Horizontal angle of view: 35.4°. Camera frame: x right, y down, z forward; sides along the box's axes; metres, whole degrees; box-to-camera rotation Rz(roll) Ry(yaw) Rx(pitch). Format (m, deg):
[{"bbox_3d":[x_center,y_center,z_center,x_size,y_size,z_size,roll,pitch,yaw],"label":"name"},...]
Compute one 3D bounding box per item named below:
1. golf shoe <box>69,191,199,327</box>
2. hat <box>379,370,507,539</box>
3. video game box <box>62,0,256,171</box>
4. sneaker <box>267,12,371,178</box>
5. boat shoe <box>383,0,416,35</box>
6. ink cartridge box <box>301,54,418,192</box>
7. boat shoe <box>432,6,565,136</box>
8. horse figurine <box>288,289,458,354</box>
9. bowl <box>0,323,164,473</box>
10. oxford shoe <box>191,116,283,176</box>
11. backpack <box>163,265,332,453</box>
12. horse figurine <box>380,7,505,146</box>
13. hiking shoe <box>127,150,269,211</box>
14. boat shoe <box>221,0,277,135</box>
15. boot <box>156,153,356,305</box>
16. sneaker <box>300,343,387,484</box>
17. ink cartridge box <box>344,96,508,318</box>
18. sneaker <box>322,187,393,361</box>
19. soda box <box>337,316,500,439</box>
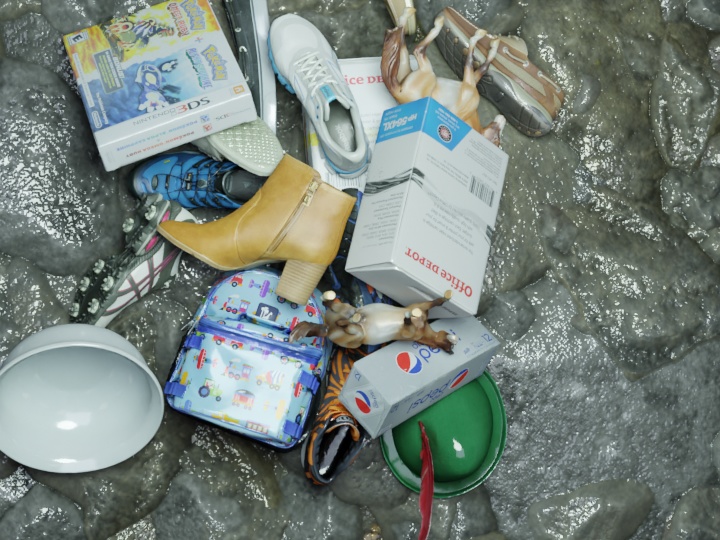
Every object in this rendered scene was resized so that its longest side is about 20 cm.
[{"bbox_3d":[-0.261,0.009,1.312,0.088,0.077,0.201,31,102,-38],"label":"golf shoe"},{"bbox_3d":[0.113,0.197,1.304,0.163,0.176,0.204,-4,87,-8],"label":"hat"},{"bbox_3d":[-0.233,-0.223,1.294,0.180,0.047,0.201,-19,54,-10],"label":"video game box"},{"bbox_3d":[-0.041,-0.204,1.268,0.074,0.087,0.202,-29,89,-6],"label":"sneaker"},{"bbox_3d":[0.012,-0.374,1.381,0.064,0.071,0.203,-23,82,-2],"label":"boat shoe"},{"bbox_3d":[0.007,-0.146,1.356,0.142,0.083,0.204,-5,88,-9],"label":"ink cartridge box"},{"bbox_3d":[0.173,-0.255,1.396,0.200,0.076,0.072,43,75,-10],"label":"boat shoe"},{"bbox_3d":[0.018,0.056,1.219,0.196,0.133,0.051,-3,73,-7],"label":"horse figurine"},{"bbox_3d":[-0.322,0.128,1.271,0.197,0.091,0.203,-7,131,-8],"label":"bowl"},{"bbox_3d":[-0.167,-0.160,1.314,0.199,0.058,0.075,33,43,24],"label":"oxford shoe"},{"bbox_3d":[-0.117,0.090,1.297,0.180,0.135,0.203,21,77,-1],"label":"backpack"},{"bbox_3d":[0.092,-0.220,1.297,0.198,0.050,0.135,11,98,-34],"label":"horse figurine"},{"bbox_3d":[-0.176,-0.108,1.326,0.196,0.087,0.076,0,87,-8],"label":"hiking shoe"},{"bbox_3d":[-0.132,-0.240,1.354,0.056,0.069,0.204,-5,81,-4],"label":"boat shoe"},{"bbox_3d":[-0.114,-0.064,1.248,0.199,0.071,0.146,23,93,5],"label":"boot"},{"bbox_3d":[-0.009,0.158,1.322,0.076,0.112,0.203,18,84,-7],"label":"sneaker"},{"bbox_3d":[0.076,-0.065,1.257,0.145,0.084,0.203,30,66,-37],"label":"ink cartridge box"},{"bbox_3d":[0.000,0.000,1.300,0.078,0.075,0.203,-25,118,-42],"label":"sneaker"},{"bbox_3d":[0.070,0.115,1.303,0.199,0.064,0.068,-24,60,-41],"label":"soda box"}]
